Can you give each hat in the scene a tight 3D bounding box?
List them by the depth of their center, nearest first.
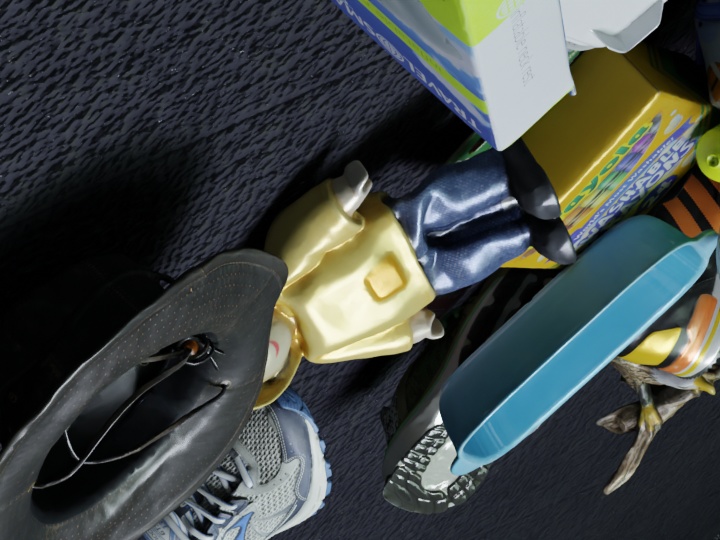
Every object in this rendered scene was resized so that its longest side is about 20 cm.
[{"bbox_3d":[-0.122,0.051,1.101,0.201,0.081,0.201,-44,160,-20],"label":"hat"}]

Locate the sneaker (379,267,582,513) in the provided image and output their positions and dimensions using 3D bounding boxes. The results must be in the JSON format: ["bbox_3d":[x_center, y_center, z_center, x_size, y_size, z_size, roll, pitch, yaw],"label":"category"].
[{"bbox_3d":[0.062,0.045,1.525,0.077,0.089,0.200,18,116,-35],"label":"sneaker"}]

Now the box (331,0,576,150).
[{"bbox_3d":[0.017,-0.118,0.907,0.048,0.122,0.200,-44,164,-6],"label":"box"}]

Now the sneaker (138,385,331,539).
[{"bbox_3d":[-0.083,0.132,1.404,0.085,0.077,0.200,-23,155,-38],"label":"sneaker"}]

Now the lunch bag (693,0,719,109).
[{"bbox_3d":[0.268,-0.143,1.374,0.160,0.076,0.200,-1,-162,30],"label":"lunch bag"}]

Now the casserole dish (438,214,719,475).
[{"bbox_3d":[0.116,0.035,1.433,0.200,0.039,0.121,-42,164,6],"label":"casserole dish"}]

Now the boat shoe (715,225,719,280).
[{"bbox_3d":[0.256,-0.034,1.441,0.072,0.071,0.200,-13,-146,33],"label":"boat shoe"}]

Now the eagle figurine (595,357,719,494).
[{"bbox_3d":[0.182,0.043,1.749,0.200,0.151,0.152,45,48,-45],"label":"eagle figurine"}]

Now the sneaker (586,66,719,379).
[{"bbox_3d":[0.187,-0.041,1.516,0.070,0.090,0.201,3,-101,65],"label":"sneaker"}]

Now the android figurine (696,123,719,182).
[{"bbox_3d":[0.265,-0.071,1.335,0.182,0.041,0.200,-1,-163,31],"label":"android figurine"}]

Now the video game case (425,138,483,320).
[{"bbox_3d":[0.071,-0.039,1.417,0.200,0.017,0.143,-48,162,20],"label":"video game case"}]

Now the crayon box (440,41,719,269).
[{"bbox_3d":[0.120,-0.061,1.353,0.126,0.052,0.200,-47,162,16],"label":"crayon box"}]

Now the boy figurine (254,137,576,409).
[{"bbox_3d":[0.000,0.000,1.238,0.200,0.064,0.125,-26,135,-7],"label":"boy figurine"}]

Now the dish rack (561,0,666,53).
[{"bbox_3d":[0.136,-0.165,1.130,0.200,0.044,0.171,-40,157,22],"label":"dish rack"}]
